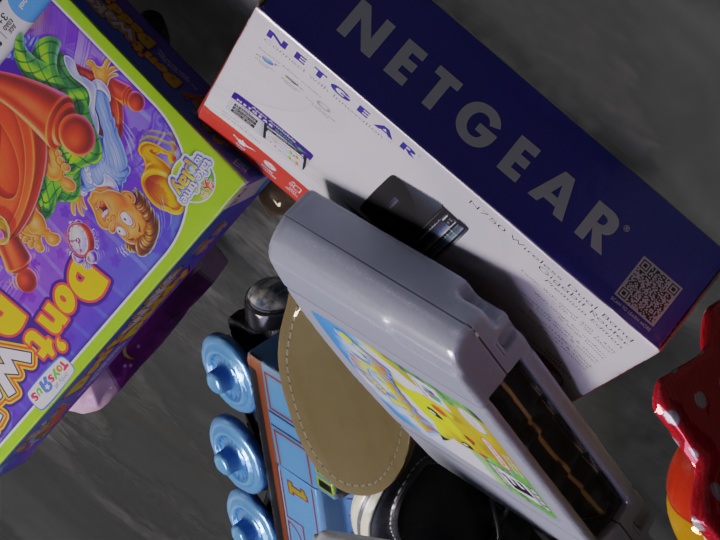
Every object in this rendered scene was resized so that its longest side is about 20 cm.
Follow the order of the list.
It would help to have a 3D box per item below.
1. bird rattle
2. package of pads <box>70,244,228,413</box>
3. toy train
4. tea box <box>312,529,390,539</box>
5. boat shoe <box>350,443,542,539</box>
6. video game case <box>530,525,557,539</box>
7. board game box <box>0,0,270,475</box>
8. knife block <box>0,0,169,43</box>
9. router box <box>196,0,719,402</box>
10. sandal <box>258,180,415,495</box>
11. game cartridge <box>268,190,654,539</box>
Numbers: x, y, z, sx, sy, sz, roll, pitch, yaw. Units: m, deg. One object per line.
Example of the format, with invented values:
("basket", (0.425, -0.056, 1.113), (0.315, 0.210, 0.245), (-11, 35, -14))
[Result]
("bird rattle", (0.143, 0.094, 1.143), (0.163, 0.112, 0.201), (-95, -10, -65))
("package of pads", (-0.172, -0.029, 1.583), (0.076, 0.121, 0.200), (22, 157, 50))
("toy train", (-0.019, 0.097, 1.559), (0.114, 0.086, 0.201), (33, 142, 41))
("tea box", (0.080, 0.213, 1.367), (0.196, 0.134, 0.200), (9, 168, 15))
("boat shoe", (0.052, 0.135, 1.519), (0.062, 0.075, 0.200), (25, 166, 31))
("video game case", (0.073, 0.120, 1.609), (0.182, 0.024, 0.200), (46, 164, -23))
("board game box", (-0.146, -0.022, 1.324), (0.134, 0.200, 0.045), (45, -156, 7))
("knife block", (-0.117, -0.071, 1.430), (0.175, 0.064, 0.200), (20, 156, 54))
("router box", (0.034, -0.036, 1.189), (0.200, 0.049, 0.180), (40, 166, -1))
("sandal", (0.005, 0.001, 1.361), (0.077, 0.070, 0.213), (15, 131, 33))
("game cartridge", (0.040, 0.048, 1.256), (0.133, 0.040, 0.200), (35, 169, 42))
